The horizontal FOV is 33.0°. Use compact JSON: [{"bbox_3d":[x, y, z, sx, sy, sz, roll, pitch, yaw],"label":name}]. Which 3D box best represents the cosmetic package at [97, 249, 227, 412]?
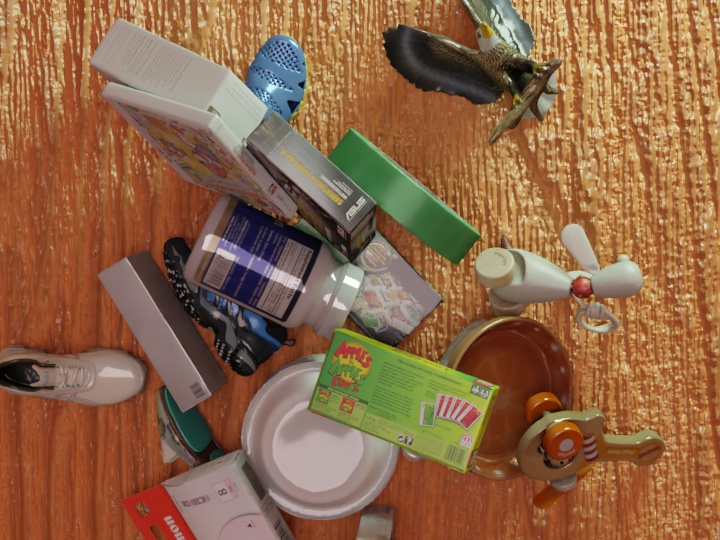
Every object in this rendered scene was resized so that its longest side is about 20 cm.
[{"bbox_3d":[-0.247,0.075,1.527,0.051,0.083,0.201,-31,91,13],"label":"cosmetic package"}]

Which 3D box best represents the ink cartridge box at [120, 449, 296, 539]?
[{"bbox_3d":[-0.192,0.331,1.520,0.199,0.057,0.163,-26,102,19],"label":"ink cartridge box"}]

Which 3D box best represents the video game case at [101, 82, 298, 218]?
[{"bbox_3d":[-0.188,-0.140,1.420,0.199,0.182,0.023,21,72,39],"label":"video game case"}]

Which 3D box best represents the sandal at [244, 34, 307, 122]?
[{"bbox_3d":[-0.121,-0.194,1.497,0.079,0.087,0.201,19,94,4],"label":"sandal"}]

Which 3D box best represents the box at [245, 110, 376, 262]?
[{"bbox_3d":[-0.054,-0.093,1.420,0.158,0.200,0.048,41,83,5],"label":"box"}]

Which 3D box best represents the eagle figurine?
[{"bbox_3d":[0.148,-0.267,1.468,0.151,0.151,0.200,-27,55,-33],"label":"eagle figurine"}]

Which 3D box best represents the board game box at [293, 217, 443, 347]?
[{"bbox_3d":[0.000,0.000,1.534,0.105,0.023,0.200,-43,91,7],"label":"board game box"}]

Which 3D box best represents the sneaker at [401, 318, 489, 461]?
[{"bbox_3d":[0.115,0.153,1.499,0.075,0.100,0.201,30,95,10],"label":"sneaker"}]

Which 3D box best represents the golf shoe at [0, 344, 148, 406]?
[{"bbox_3d":[-0.372,0.138,1.534,0.199,0.097,0.079,1,93,2],"label":"golf shoe"}]

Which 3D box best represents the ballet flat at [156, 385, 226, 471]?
[{"bbox_3d":[-0.207,0.239,1.551,0.071,0.069,0.200,-41,91,25],"label":"ballet flat"}]

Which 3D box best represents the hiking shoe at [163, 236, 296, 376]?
[{"bbox_3d":[-0.173,0.035,1.536,0.087,0.074,0.200,-34,88,-21],"label":"hiking shoe"}]

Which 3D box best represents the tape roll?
[{"bbox_3d":[0.052,-0.087,1.434,0.200,0.200,0.048,39,97,0],"label":"tape roll"}]

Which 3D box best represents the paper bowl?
[{"bbox_3d":[-0.049,0.210,1.514,0.199,0.104,0.202,0,95,3],"label":"paper bowl"}]

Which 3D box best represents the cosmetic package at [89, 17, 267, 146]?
[{"bbox_3d":[-0.217,-0.220,1.448,0.199,0.102,0.074,27,82,29],"label":"cosmetic package"}]

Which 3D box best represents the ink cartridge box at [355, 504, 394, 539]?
[{"bbox_3d":[0.016,0.355,1.471,0.044,0.200,0.095,3,95,4],"label":"ink cartridge box"}]

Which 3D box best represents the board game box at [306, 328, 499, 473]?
[{"bbox_3d":[0.049,0.149,1.408,0.199,0.048,0.102,20,92,15],"label":"board game box"}]

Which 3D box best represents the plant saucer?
[{"bbox_3d":[0.175,0.155,1.485,0.199,0.032,0.202,-4,98,-31],"label":"plant saucer"}]

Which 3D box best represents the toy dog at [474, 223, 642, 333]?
[{"bbox_3d":[0.236,-0.004,1.485,0.199,0.132,0.097,9,57,-1],"label":"toy dog"}]

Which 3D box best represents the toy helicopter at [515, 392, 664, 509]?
[{"bbox_3d":[0.282,0.227,1.494,0.199,0.079,0.133,4,117,-21],"label":"toy helicopter"}]

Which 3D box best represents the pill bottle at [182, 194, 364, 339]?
[{"bbox_3d":[-0.103,0.000,1.468,0.199,0.116,0.116,26,96,-7],"label":"pill bottle"}]
